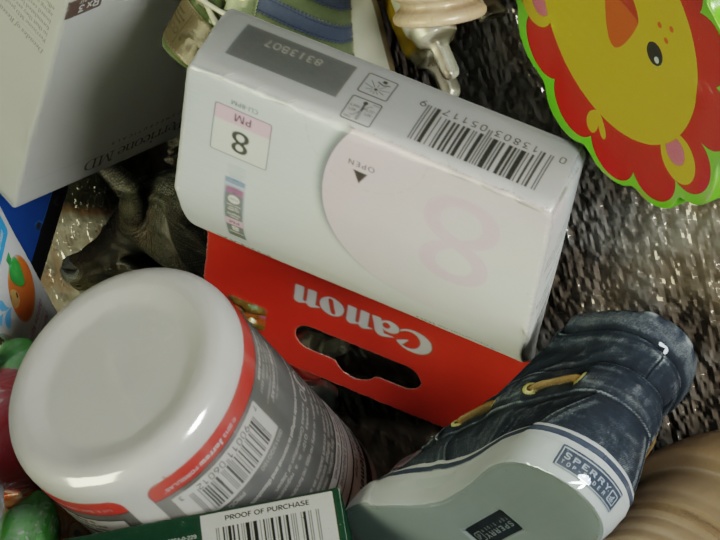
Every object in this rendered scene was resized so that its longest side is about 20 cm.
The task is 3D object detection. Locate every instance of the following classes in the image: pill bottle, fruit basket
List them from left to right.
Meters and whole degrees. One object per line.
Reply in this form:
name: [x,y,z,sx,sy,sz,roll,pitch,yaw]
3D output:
fruit basket: [-0.148,0.093,1.226,0.185,0.094,0.200,-81,-17,-44]
pill bottle: [-0.061,0.096,1.195,0.116,0.116,0.200,39,172,43]

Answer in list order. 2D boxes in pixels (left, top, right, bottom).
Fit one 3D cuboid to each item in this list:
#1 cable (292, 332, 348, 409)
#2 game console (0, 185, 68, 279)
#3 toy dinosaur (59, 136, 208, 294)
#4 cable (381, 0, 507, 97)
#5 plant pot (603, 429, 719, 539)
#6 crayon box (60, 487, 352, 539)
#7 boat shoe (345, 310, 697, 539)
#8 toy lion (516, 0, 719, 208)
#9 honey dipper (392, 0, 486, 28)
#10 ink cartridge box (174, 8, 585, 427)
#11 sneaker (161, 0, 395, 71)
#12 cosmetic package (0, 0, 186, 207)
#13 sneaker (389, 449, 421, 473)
cable: [-0.078,0.044,1.320,0.200,0.097,0.050,-9,56,57]
game console: [-0.203,-0.082,1.350,0.118,0.171,0.200,10,81,32]
toy dinosaur: [-0.081,-0.025,1.318,0.200,0.077,0.102,2,127,51]
cable: [0.005,-0.171,1.096,0.200,0.050,0.097,58,155,21]
plant pot: [0.135,0.171,1.032,0.201,0.093,0.201,36,136,45]
crayon box: [-0.091,0.184,1.156,0.173,0.200,0.058,78,-179,-49]
boat shoe: [0.068,0.080,1.091,0.071,0.091,0.200,43,152,-10]
toy lion: [0.095,-0.129,0.975,0.200,0.069,0.192,56,154,26]
honey dipper: [0.017,-0.193,1.002,0.038,0.038,0.200,12,115,56]
ink cartridge box: [0.000,0.000,1.113,0.162,0.057,0.200,22,134,12]
sneaker: [-0.042,-0.114,1.110,0.067,0.090,0.200,-116,6,-45]
cosmetic package: [-0.120,-0.134,1.189,0.081,0.113,0.200,47,144,22]
sneaker: [0.055,0.179,1.185,0.071,0.073,0.200,-4,102,65]
